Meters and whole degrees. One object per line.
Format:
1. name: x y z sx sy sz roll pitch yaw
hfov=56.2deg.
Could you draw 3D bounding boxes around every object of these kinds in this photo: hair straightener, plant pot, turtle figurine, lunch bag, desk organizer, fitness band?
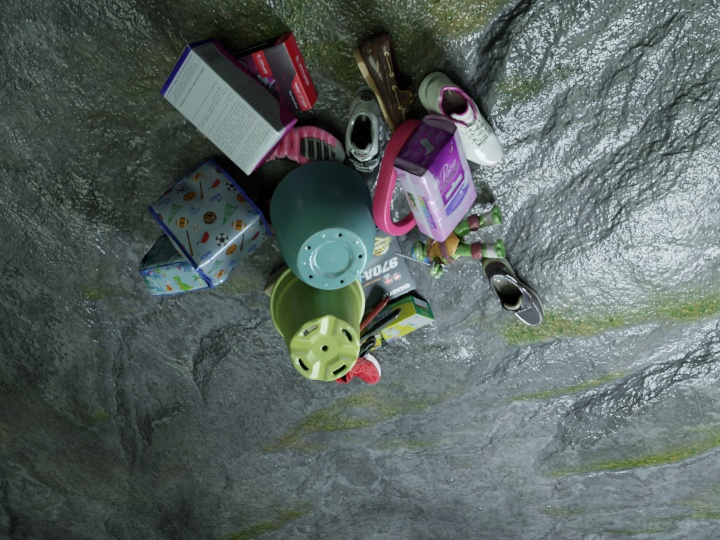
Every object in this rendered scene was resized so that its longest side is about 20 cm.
1. hair straightener: 0.019 0.144 1.403 0.077 0.041 0.200 41 114 -4
2. plant pot: -0.061 -0.065 1.203 0.194 0.163 0.205 -5 126 -7
3. turtle figurine: 0.167 -0.066 1.277 0.189 0.146 0.202 -10 131 22
4. lunch bag: -0.358 -0.029 1.424 0.194 0.162 0.084 -9 123 18
5. desk organizer: -0.109 -0.144 1.327 0.196 0.073 0.078 -18 122 26
6. fitness band: 0.080 -0.163 1.190 0.037 0.142 0.205 25 114 33
7. lunch bag: -0.293 -0.101 1.301 0.200 0.169 0.124 45 167 19
8. plant pot: -0.074 0.104 1.281 0.194 0.185 0.206 -3 114 -8

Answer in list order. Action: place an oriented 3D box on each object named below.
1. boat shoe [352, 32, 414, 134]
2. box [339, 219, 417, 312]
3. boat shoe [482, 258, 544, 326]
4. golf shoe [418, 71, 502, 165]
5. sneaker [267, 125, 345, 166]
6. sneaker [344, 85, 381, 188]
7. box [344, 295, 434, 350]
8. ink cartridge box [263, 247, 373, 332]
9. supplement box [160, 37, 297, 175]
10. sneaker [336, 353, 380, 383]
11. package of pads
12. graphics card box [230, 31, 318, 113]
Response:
1. boat shoe: 0.057 -0.304 1.149 0.069 0.071 0.202 -21 132 13
2. box: 0.000 0.000 1.376 0.196 0.046 0.162 -24 115 1
3. boat shoe: 0.317 0.056 1.396 0.071 0.066 0.201 -25 121 28
4. golf shoe: 0.179 -0.248 1.149 0.199 0.092 0.076 41 97 -22
5. sneaker: -0.123 -0.231 1.251 0.194 0.095 0.081 10 100 -1
6. sneaker: 0.000 -0.222 1.225 0.072 0.090 0.204 5 132 7
7. box: 0.053 0.123 1.474 0.197 0.049 0.117 -29 157 20
8. ink cartridge box: -0.087 0.048 1.479 0.163 0.076 0.200 -32 116 31
9. supplement box: -0.218 -0.277 1.134 0.199 0.102 0.104 42 118 -5
10. sneaker: -0.022 0.237 1.589 0.077 0.117 0.200 -23 128 29
11. package of pads: 0.134 -0.156 1.169 0.075 0.122 0.201 25 160 32
12. graphics card box: -0.188 -0.329 1.202 0.195 0.051 0.127 -10 127 21
